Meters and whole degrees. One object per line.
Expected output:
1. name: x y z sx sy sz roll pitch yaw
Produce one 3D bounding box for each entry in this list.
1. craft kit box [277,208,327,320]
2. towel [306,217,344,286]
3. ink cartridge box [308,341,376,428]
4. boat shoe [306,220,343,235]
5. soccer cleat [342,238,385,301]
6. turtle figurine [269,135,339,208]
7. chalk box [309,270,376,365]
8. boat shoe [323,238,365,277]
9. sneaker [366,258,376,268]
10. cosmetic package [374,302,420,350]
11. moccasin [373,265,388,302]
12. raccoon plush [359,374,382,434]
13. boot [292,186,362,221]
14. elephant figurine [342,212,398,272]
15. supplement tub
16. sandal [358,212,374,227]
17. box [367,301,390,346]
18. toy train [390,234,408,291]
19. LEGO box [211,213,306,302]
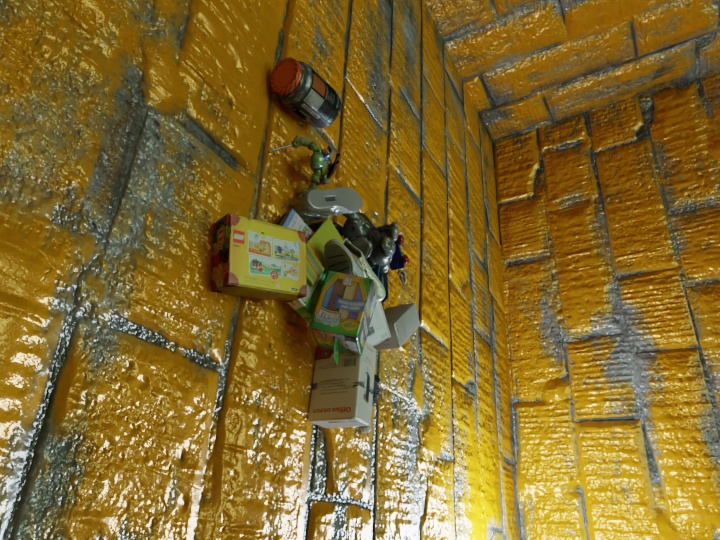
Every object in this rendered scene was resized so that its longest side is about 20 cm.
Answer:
1. craft kit box: -0.152 -0.016 1.296 0.198 0.048 0.202 46 43 -24
2. towel: -0.104 -0.050 1.327 0.087 0.018 0.201 59 37 -22
3. ink cartridge box: -0.045 0.289 1.325 0.084 0.142 0.204 43 44 -47
4. boat shoe: -0.092 -0.108 1.477 0.199 0.056 0.070 -15 93 -63
5. soccer cleat: 0.000 0.000 1.447 0.069 0.078 0.201 -37 84 -32
6. turtle figurine: -0.151 -0.283 1.418 0.145 0.199 0.194 53 9 0
7. chalk box: -0.045 0.125 1.271 0.125 0.121 0.203 80 24 -59
8. boat shoe: -0.039 -0.011 1.349 0.069 0.073 0.202 -86 157 -46
9. sneaker: 0.012 -0.019 1.609 0.071 0.081 0.203 57 34 -53
10. cosmetic package: 0.110 0.180 1.700 0.199 0.106 0.087 -30 106 -60
11. moccasin: 0.053 0.004 1.702 0.068 0.079 0.205 -13 105 -52
12. raccoon plush: -0.008 0.359 1.434 0.133 0.095 0.205 -1 81 -54
13. boot: -0.092 -0.177 1.420 0.197 0.095 0.075 -3 75 -41
14. elephant figurine: 0.005 -0.098 1.526 0.142 0.195 0.159 119 -18 -79
15. supplement tub: -0.151 -0.489 1.442 0.199 0.120 0.125 24 59 -57
16. sandal: 0.036 -0.104 1.732 0.201 0.053 0.081 49 32 -20
17. box: 0.004 0.120 1.521 0.115 0.060 0.204 -25 104 -30
18. toy train: 0.137 -0.035 1.870 0.116 0.083 0.204 -38 114 -74
19. LEGO box: -0.215 -0.022 1.131 0.197 0.076 0.152 12 68 -40
